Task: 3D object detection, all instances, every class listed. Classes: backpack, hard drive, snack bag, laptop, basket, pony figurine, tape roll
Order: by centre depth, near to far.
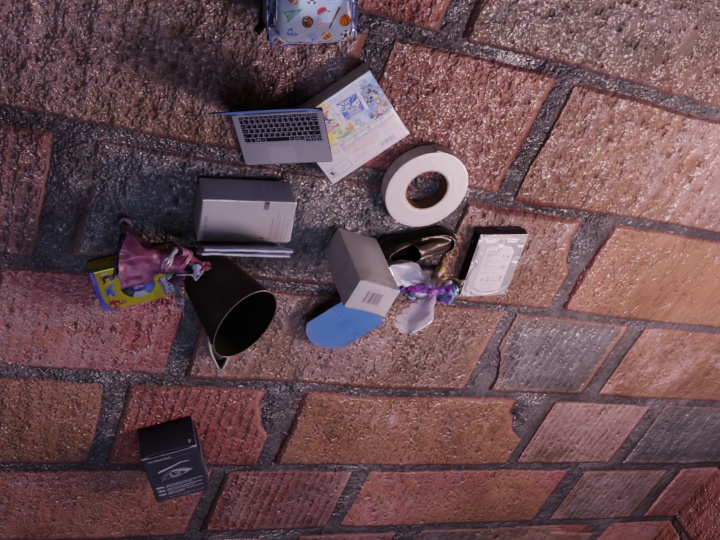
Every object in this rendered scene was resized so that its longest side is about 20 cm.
[{"bbox_3d":[-0.089,-0.494,1.419,0.199,0.154,0.191,-7,121,-11],"label":"backpack"},{"bbox_3d":[-0.168,-0.257,1.565,0.187,0.116,0.200,-1,134,11],"label":"laptop"},{"bbox_3d":[-0.255,-0.044,1.718,0.188,0.200,0.021,0,95,-18],"label":"snack bag"},{"bbox_3d":[-0.295,0.054,1.750,0.136,0.200,0.181,13,117,-50],"label":"basket"},{"bbox_3d":[0.146,-0.191,1.835,0.202,0.037,0.203,-10,131,-12],"label":"tape roll"},{"bbox_3d":[0.149,0.045,1.932,0.192,0.200,0.167,-18,96,-5],"label":"pony figurine"},{"bbox_3d":[0.331,-0.020,2.053,0.139,0.038,0.200,-1,128,-20],"label":"hard drive"}]

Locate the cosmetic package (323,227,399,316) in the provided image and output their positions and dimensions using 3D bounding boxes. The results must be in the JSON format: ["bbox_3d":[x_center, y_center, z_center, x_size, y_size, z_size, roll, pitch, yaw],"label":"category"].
[{"bbox_3d":[0.000,0.000,1.833,0.113,0.200,0.081,16,121,-28],"label":"cosmetic package"}]

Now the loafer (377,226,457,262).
[{"bbox_3d":[0.141,-0.049,1.931,0.199,0.071,0.073,-10,132,-12],"label":"loafer"}]

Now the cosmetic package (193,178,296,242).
[{"bbox_3d":[-0.245,-0.125,1.703,0.199,0.081,0.113,-2,131,-20],"label":"cosmetic package"}]

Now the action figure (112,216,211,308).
[{"bbox_3d":[-0.412,-0.016,1.691,0.199,0.149,0.134,3,130,-18],"label":"action figure"}]

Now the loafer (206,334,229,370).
[{"bbox_3d":[-0.332,0.151,1.924,0.070,0.070,0.200,-8,131,-15],"label":"loafer"}]

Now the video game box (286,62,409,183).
[{"bbox_3d":[-0.027,-0.299,1.671,0.200,0.047,0.182,-32,134,8],"label":"video game box"}]

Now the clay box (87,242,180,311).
[{"bbox_3d":[-0.478,0.013,1.766,0.199,0.048,0.115,-14,132,-8],"label":"clay box"}]

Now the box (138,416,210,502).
[{"bbox_3d":[-0.491,0.500,2.140,0.147,0.104,0.200,-12,132,-10],"label":"box"}]

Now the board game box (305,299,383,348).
[{"bbox_3d":[-0.042,0.119,2.033,0.200,0.039,0.158,-32,138,14],"label":"board game box"}]
